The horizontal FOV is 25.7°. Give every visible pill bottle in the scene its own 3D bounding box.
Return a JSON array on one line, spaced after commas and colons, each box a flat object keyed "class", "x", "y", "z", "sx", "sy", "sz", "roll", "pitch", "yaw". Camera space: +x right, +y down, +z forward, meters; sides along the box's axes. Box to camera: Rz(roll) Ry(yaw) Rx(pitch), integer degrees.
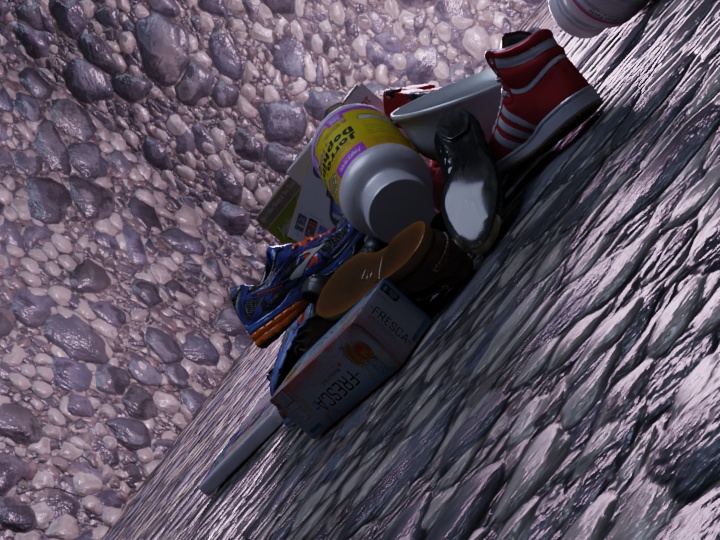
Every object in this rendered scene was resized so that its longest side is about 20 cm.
[{"class": "pill bottle", "x": 0.293, "y": -0.345, "z": 1.794, "sx": 0.109, "sy": 0.108, "sz": 0.200, "roll": -52, "pitch": 4, "yaw": -27}, {"class": "pill bottle", "x": 0.017, "y": -0.101, "z": 1.705, "sx": 0.104, "sy": 0.104, "sz": 0.200, "roll": -49, "pitch": 28, "yaw": 9}]

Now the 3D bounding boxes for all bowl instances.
[{"class": "bowl", "x": 0.139, "y": -0.166, "z": 1.742, "sx": 0.199, "sy": 0.091, "sz": 0.201, "roll": -21, "pitch": 11, "yaw": 4}]

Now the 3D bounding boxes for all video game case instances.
[{"class": "video game case", "x": -0.126, "y": 0.195, "z": 2.117, "sx": 0.200, "sy": 0.024, "sz": 0.182, "roll": -46, "pitch": 6, "yaw": 40}]

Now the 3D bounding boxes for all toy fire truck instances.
[{"class": "toy fire truck", "x": 0.124, "y": -0.202, "z": 1.905, "sx": 0.139, "sy": 0.049, "sz": 0.200, "roll": -13, "pitch": 13, "yaw": -21}]

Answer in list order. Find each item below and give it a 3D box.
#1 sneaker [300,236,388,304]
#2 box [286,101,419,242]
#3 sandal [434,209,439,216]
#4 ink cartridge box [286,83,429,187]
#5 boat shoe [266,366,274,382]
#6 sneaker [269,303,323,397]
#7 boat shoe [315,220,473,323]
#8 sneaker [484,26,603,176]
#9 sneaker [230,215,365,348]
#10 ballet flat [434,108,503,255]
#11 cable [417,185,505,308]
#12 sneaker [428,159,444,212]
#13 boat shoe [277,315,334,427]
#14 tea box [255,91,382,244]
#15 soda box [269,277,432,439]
[{"class": "sneaker", "x": 0.003, "y": 0.001, "z": 1.704, "sx": 0.199, "sy": 0.059, "sz": 0.106, "roll": 29, "pitch": -104, "yaw": -61}, {"class": "box", "x": -0.013, "y": -0.083, "z": 1.875, "sx": 0.041, "sy": 0.118, "sz": 0.202, "roll": -30, "pitch": -36, "yaw": -57}, {"class": "sandal", "x": 0.084, "y": -0.066, "z": 1.884, "sx": 0.203, "sy": 0.081, "sz": 0.050, "roll": -55, "pitch": -20, "yaw": -58}, {"class": "ink cartridge box", "x": 0.027, "y": -0.115, "z": 1.976, "sx": 0.086, "sy": 0.199, "sz": 0.148, "roll": -47, "pitch": 5, "yaw": 42}, {"class": "boat shoe", "x": -0.046, "y": 0.092, "z": 1.919, "sx": 0.200, "sy": 0.056, "sz": 0.069, "roll": -48, "pitch": 4, "yaw": 33}, {"class": "sneaker", "x": -0.057, "y": 0.071, "z": 1.853, "sx": 0.078, "sy": 0.075, "sz": 0.202, "roll": -14, "pitch": 48, "yaw": 58}, {"class": "boat shoe", "x": 0.031, "y": 0.016, "z": 1.531, "sx": 0.199, "sy": 0.070, "sz": 0.071, "roll": -25, "pitch": 42, "yaw": 54}, {"class": "sneaker", "x": 0.156, "y": -0.169, "z": 1.578, "sx": 0.071, "sy": 0.113, "sz": 0.200, "roll": -30, "pitch": -5, "yaw": -32}, {"class": "sneaker", "x": -0.066, "y": -0.008, "z": 1.771, "sx": 0.200, "sy": 0.078, "sz": 0.075, "roll": -46, "pitch": 1, "yaw": -18}, {"class": "ballet flat", "x": 0.112, "y": -0.085, "z": 1.546, "sx": 0.066, "sy": 0.057, "sz": 0.201, "roll": -24, "pitch": 40, "yaw": 16}, {"class": "cable", "x": 0.086, "y": -0.033, "z": 1.636, "sx": 0.163, "sy": 0.051, "sz": 0.200, "roll": -46, "pitch": 5, "yaw": 47}, {"class": "sneaker", "x": 0.128, "y": -0.135, "z": 1.849, "sx": 0.074, "sy": 0.087, "sz": 0.201, "roll": -45, "pitch": 6, "yaw": 42}, {"class": "boat shoe", "x": -0.039, "y": 0.086, "z": 1.781, "sx": 0.201, "sy": 0.072, "sz": 0.072, "roll": -52, "pitch": 4, "yaw": -23}, {"class": "tea box", "x": 0.004, "y": -0.097, "z": 2.105, "sx": 0.200, "sy": 0.196, "sz": 0.134, "roll": -52, "pitch": 5, "yaw": -38}, {"class": "soda box", "x": -0.012, "y": 0.088, "z": 1.521, "sx": 0.069, "sy": 0.063, "sz": 0.200, "roll": -53, "pitch": 6, "yaw": -37}]
